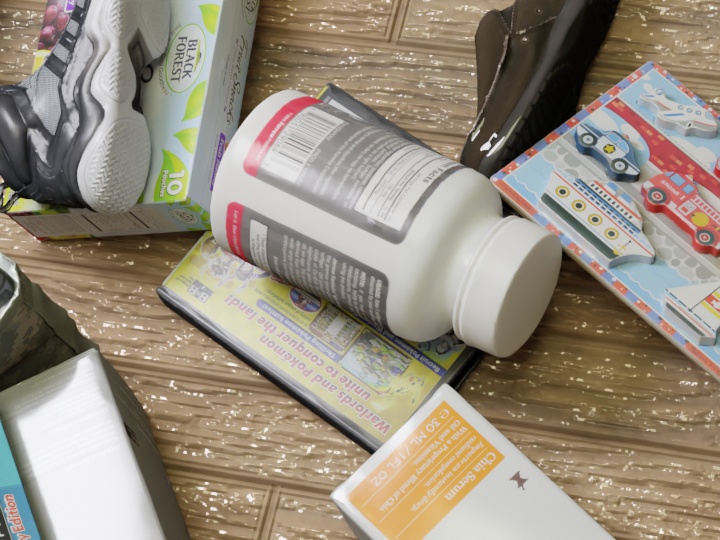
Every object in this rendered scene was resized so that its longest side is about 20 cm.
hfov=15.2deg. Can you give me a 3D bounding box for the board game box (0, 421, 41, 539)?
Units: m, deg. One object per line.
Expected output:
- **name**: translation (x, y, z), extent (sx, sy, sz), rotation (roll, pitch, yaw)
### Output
- **board game box**: translation (-0.229, 0.196, 1.603), extent (0.047, 0.151, 0.201), rotation (-7, 58, -27)

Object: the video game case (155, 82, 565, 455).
- **video game case**: translation (0.000, 0.000, 1.706), extent (0.200, 0.026, 0.181), rotation (34, 78, 24)

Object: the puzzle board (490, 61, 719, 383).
- **puzzle board**: translation (0.200, -0.034, 1.638), extent (0.151, 0.017, 0.200), rotation (-36, 64, -28)

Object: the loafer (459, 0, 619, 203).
- **loafer**: translation (0.104, -0.128, 1.716), extent (0.071, 0.073, 0.200), rotation (13, 58, 24)

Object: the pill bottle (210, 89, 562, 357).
- **pill bottle**: translation (0.017, -0.024, 1.636), extent (0.199, 0.111, 0.111), rotation (26, 74, 22)

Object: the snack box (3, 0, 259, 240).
- **snack box**: translation (-0.147, -0.122, 1.771), extent (0.142, 0.053, 0.201), rotation (-3, 65, 25)

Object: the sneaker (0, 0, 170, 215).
- **sneaker**: translation (-0.190, -0.129, 1.716), extent (0.113, 0.075, 0.201), rotation (-4, 68, 23)

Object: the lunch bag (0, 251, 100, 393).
- **lunch bag**: translation (-0.273, 0.046, 1.675), extent (0.199, 0.164, 0.118), rotation (-12, 65, 8)

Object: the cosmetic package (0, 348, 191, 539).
- **cosmetic package**: translation (-0.150, 0.163, 1.624), extent (0.090, 0.107, 0.201), rotation (-26, 64, 0)

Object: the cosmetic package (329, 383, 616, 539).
- **cosmetic package**: translation (0.088, 0.173, 1.578), extent (0.101, 0.071, 0.200), rotation (-44, 64, -8)
